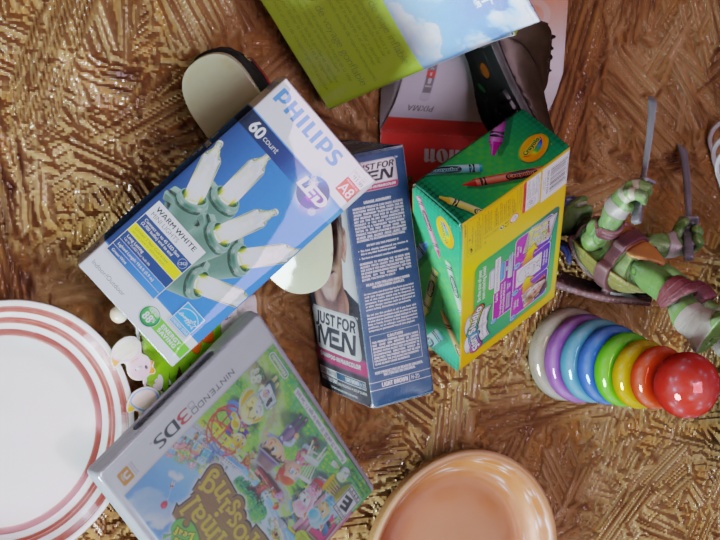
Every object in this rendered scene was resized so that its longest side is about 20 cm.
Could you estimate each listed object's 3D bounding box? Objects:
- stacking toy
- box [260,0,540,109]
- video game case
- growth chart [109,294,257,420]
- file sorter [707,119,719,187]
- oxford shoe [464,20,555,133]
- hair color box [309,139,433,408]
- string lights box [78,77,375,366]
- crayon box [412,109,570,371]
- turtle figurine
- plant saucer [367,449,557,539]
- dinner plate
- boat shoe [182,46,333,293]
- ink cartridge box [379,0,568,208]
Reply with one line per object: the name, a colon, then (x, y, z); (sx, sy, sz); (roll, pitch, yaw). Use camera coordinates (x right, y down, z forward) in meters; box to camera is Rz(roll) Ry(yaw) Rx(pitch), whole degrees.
stacking toy: (0.233, 0.085, 1.338); (0.085, 0.200, 0.086); (-4, 98, -30)
box: (0.030, -0.212, 1.193); (0.122, 0.199, 0.048); (57, 34, -23)
video game case: (-0.095, 0.166, 1.232); (0.182, 0.022, 0.200); (-45, 121, -24)
growth chart: (-0.117, 0.094, 1.231); (0.144, 0.018, 0.201); (-30, 113, -32)
file sorter: (0.393, -0.072, 1.393); (0.138, 0.200, 0.125); (-20, 105, 14)
oxford shoe: (0.133, -0.164, 1.276); (0.084, 0.073, 0.201); (-34, 117, -19)
hair color box: (0.000, 0.000, 1.251); (0.060, 0.100, 0.201); (-12, 102, -25)
string lights box: (-0.098, -0.038, 1.143); (0.200, 0.059, 0.103); (-42, 101, -1)
crayon box: (0.104, -0.021, 1.273); (0.119, 0.058, 0.200); (-35, 149, -23)
turtle figurine: (0.271, -0.032, 1.348); (0.200, 0.194, 0.144); (-35, 155, -14)
plant saucer: (0.083, 0.253, 1.366); (0.199, 0.037, 0.201); (-4, 98, -31)
dinner plate: (-0.264, 0.120, 1.157); (0.199, 0.024, 0.201); (-3, 97, -29)
boat shoe: (-0.073, -0.079, 1.208); (0.073, 0.063, 0.202); (-23, 103, 11)
ink cartridge box: (0.094, -0.146, 1.318); (0.161, 0.050, 0.201); (0, 93, -30)
